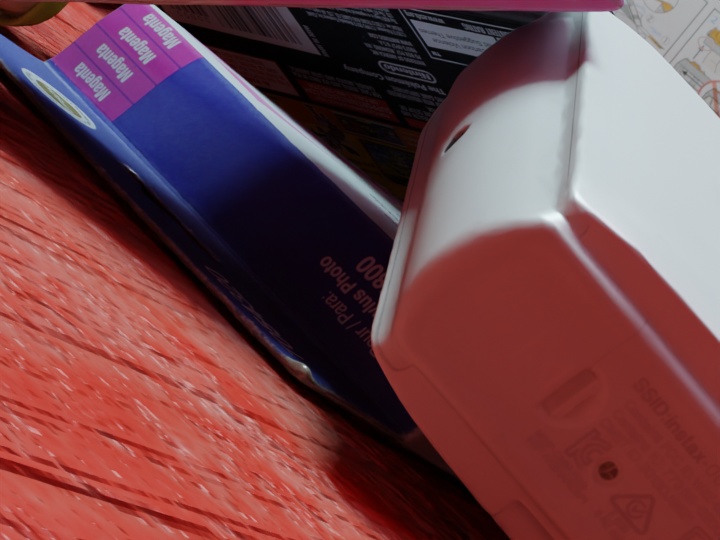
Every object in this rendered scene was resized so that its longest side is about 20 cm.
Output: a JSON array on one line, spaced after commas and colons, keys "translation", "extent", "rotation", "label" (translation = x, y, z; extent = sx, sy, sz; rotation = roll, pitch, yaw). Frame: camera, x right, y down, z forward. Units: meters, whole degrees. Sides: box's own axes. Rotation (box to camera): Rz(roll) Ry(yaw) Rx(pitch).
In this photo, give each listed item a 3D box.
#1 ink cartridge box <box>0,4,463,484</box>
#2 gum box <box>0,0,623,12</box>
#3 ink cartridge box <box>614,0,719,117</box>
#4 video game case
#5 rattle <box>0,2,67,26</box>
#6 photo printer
[{"translation": [0.000, 0.000, 0.801], "extent": [0.196, 0.043, 0.200], "rotation": [45, 5, 41], "label": "ink cartridge box"}, {"translation": [-0.040, -0.102, 0.705], "extent": [0.199, 0.066, 0.114], "rotation": [1, 9, -5], "label": "gum box"}, {"translation": [0.130, -0.031, 1.147], "extent": [0.162, 0.200, 0.057], "rotation": [41, 7, 9], "label": "ink cartridge box"}, {"translation": [0.028, -0.045, 0.899], "extent": [0.200, 0.026, 0.181], "rotation": [17, -26, 42], "label": "video game case"}, {"translation": [-0.137, -0.182, 0.863], "extent": [0.200, 0.143, 0.130], "rotation": [48, 25, 19], "label": "rattle"}, {"translation": [0.079, 0.023, 0.688], "extent": [0.166, 0.069, 0.200], "rotation": [49, 17, -11], "label": "photo printer"}]
